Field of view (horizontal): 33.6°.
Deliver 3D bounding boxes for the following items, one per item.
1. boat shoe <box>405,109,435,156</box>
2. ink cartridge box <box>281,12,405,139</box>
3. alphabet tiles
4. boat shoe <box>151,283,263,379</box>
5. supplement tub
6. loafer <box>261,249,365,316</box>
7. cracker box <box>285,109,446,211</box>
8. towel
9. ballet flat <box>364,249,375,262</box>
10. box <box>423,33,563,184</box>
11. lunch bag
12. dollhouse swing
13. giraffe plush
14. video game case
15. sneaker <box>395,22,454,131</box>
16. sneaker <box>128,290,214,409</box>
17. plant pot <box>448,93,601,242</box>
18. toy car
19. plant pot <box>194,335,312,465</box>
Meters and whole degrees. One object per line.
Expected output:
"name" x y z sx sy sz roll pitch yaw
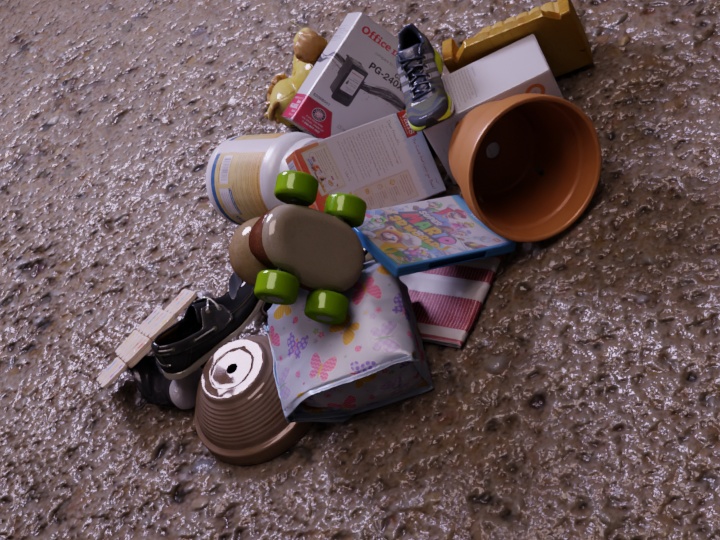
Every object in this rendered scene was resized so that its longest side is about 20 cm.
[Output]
"boat shoe" 0.079 -0.204 1.847 0.066 0.072 0.201 8 57 48
"ink cartridge box" -0.004 -0.281 1.857 0.200 0.145 0.083 -57 16 1
"alphabet tiles" -0.325 0.099 1.797 0.196 0.015 0.200 -46 12 -11
"boat shoe" -0.214 0.069 1.702 0.200 0.068 0.072 -42 33 -27
"supplement tub" -0.128 -0.139 1.841 0.200 0.145 0.145 4 55 46
"loafer" -0.068 0.023 1.678 0.200 0.063 0.072 -41 53 44
"cracker box" 0.008 -0.140 1.735 0.200 0.134 0.058 -22 -1 -20
"towel" 0.118 0.014 1.665 0.144 0.023 0.200 8 60 34
"ballet flat" 0.000 0.000 1.713 0.067 0.070 0.200 21 67 38
"box" 0.196 -0.236 1.756 0.200 0.124 0.098 -24 44 12
"lunch bag" -0.022 0.100 1.590 0.200 0.127 0.170 -20 57 8
"dollhouse swing" 0.234 -0.377 1.838 0.200 0.182 0.176 -19 56 18
"giraffe plush" -0.088 -0.307 1.992 0.200 0.172 0.162 36 98 35
"video game case" 0.092 -0.050 1.622 0.200 0.018 0.143 -12 37 -31
"sneaker" 0.082 -0.277 1.714 0.074 0.081 0.200 -24 43 13
"sneaker" -0.281 0.119 1.781 0.114 0.076 0.200 -10 49 25
"plant pot" 0.209 -0.153 1.642 0.200 0.200 0.140 -40 27 -5
"toy car" -0.108 -0.020 1.569 0.200 0.158 0.165 -11 62 50
"plant pot" -0.157 0.161 1.657 0.200 0.093 0.201 -18 45 19
